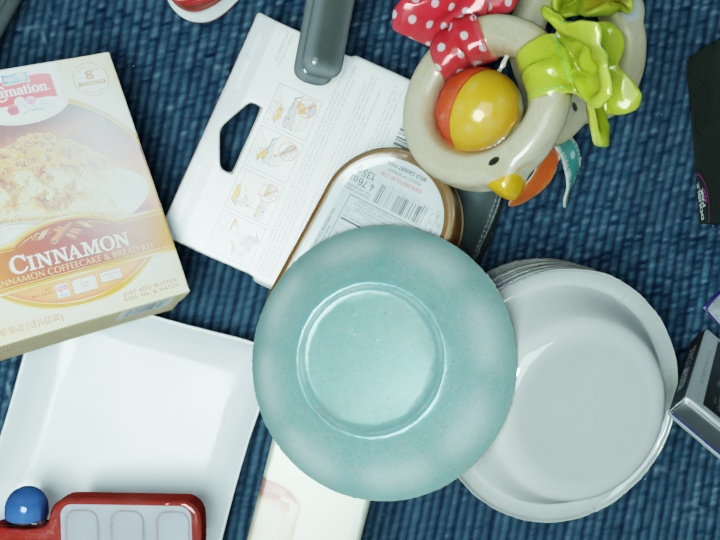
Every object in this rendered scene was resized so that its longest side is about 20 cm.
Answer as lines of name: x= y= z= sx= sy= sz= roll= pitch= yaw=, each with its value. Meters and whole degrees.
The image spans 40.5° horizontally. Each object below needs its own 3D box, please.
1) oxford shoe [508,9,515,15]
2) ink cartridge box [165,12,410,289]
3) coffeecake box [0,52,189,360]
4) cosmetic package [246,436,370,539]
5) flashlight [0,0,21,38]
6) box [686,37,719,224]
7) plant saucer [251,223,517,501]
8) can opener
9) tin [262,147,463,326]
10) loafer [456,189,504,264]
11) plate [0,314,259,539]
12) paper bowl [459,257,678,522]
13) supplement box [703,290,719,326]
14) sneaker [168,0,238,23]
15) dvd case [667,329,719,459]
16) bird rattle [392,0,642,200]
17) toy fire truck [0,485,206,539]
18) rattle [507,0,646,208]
oxford shoe: x=0.064 y=-0.264 z=0.783 sx=0.073 sy=0.084 sz=0.200 roll=-38 pitch=95 yaw=-5
ink cartridge box: x=-0.043 y=-0.082 z=0.801 sx=0.175 sy=0.045 sz=0.201 roll=25 pitch=89 yaw=0
coffeecake box: x=-0.239 y=-0.050 z=0.743 sx=0.153 sy=0.073 sz=0.201 roll=-17 pitch=83 yaw=-26
cosmetic package: x=-0.050 y=0.231 z=0.773 sx=0.087 sy=0.103 sz=0.201 roll=15 pitch=89 yaw=1
flashlight: x=-0.316 y=-0.199 z=0.790 sx=0.067 sy=0.068 sz=0.201 roll=27 pitch=85 yaw=-11
box: x=0.340 y=-0.113 z=0.729 sx=0.124 sy=0.200 sz=0.149 roll=-3 pitch=91 yaw=0
plant saucer: x=0.010 y=0.064 z=0.697 sx=0.200 sy=0.039 sz=0.202 roll=-2 pitch=82 yaw=14
can opener: x=-0.028 y=-0.247 z=0.759 sx=0.066 sy=0.053 sz=0.201 roll=7 pitch=87 yaw=-16
tin: x=0.000 y=0.000 z=0.748 sx=0.112 sy=0.042 sz=0.201 roll=28 pitch=89 yaw=21
loafer: x=0.059 y=-0.003 z=0.790 sx=0.068 sy=0.070 sz=0.201 roll=31 pitch=90 yaw=-1
plate: x=-0.190 y=0.132 z=0.805 sx=0.199 sy=0.032 sz=0.201 roll=16 pitch=91 yaw=-1
paper bowl: x=0.151 y=0.095 z=0.755 sx=0.199 sy=0.104 sz=0.202 roll=-2 pitch=99 yaw=-11
supplement box: x=0.361 y=0.035 z=0.730 sx=0.101 sy=0.200 sz=0.103 roll=-43 pitch=90 yaw=0
sneaker: x=-0.080 y=-0.284 z=0.764 sx=0.078 sy=0.116 sz=0.200 roll=39 pitch=90 yaw=-1
dvd case: x=0.329 y=0.140 z=0.746 sx=0.200 sy=0.150 sz=0.025 roll=41 pitch=118 yaw=8
bird rattle: x=0.090 y=-0.140 z=0.700 sx=0.199 sy=0.113 sz=0.164 roll=29 pitch=91 yaw=27
toy fire truck: x=-0.218 y=0.251 z=0.756 sx=0.199 sy=0.112 sz=0.169 roll=1 pitch=92 yaw=6
rattle: x=0.186 y=-0.146 z=0.756 sx=0.130 sy=0.143 sz=0.201 roll=25 pitch=79 yaw=-37
